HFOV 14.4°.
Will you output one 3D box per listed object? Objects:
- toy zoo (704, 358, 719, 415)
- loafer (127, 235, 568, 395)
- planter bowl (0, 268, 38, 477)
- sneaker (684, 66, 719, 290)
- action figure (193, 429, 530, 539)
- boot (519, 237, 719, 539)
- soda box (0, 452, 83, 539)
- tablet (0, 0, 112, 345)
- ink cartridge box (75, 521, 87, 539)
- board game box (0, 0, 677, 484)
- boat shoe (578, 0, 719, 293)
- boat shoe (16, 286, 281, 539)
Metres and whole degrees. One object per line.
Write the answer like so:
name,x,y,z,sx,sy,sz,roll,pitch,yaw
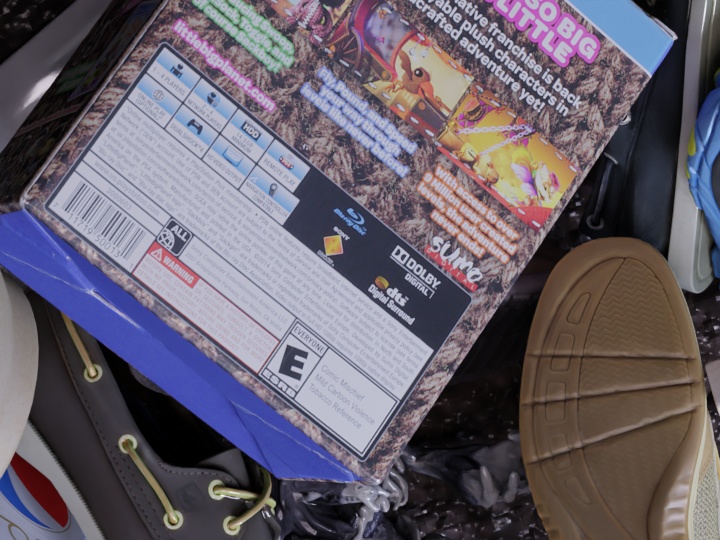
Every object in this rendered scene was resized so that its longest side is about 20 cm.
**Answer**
toy zoo,0.241,0.042,1.104,0.200,0.021,0.131,-18,149,9
loafer,0.000,0.000,1.112,0.200,0.071,0.073,-1,149,-29
planter bowl,-0.205,0.030,1.056,0.135,0.200,0.200,27,115,-41
sneaker,0.181,-0.014,1.092,0.071,0.083,0.200,-60,152,-13
action figure,0.028,0.115,1.164,0.200,0.102,0.119,41,65,-29
boot,0.118,0.086,1.143,0.073,0.155,0.201,-10,89,15
soda box,-0.147,0.122,1.095,0.068,0.200,0.064,-43,122,17
tablet,-0.072,-0.056,1.113,0.200,0.014,0.130,-38,117,15
ink cartridge box,-0.120,0.180,1.206,0.136,0.076,0.200,36,111,-23
board game box,-0.016,-0.050,1.009,0.159,0.097,0.200,40,74,-16
boat shoe,0.115,-0.089,1.086,0.066,0.075,0.200,17,129,24
boat shoe,-0.071,0.085,1.100,0.061,0.072,0.201,-45,78,22
